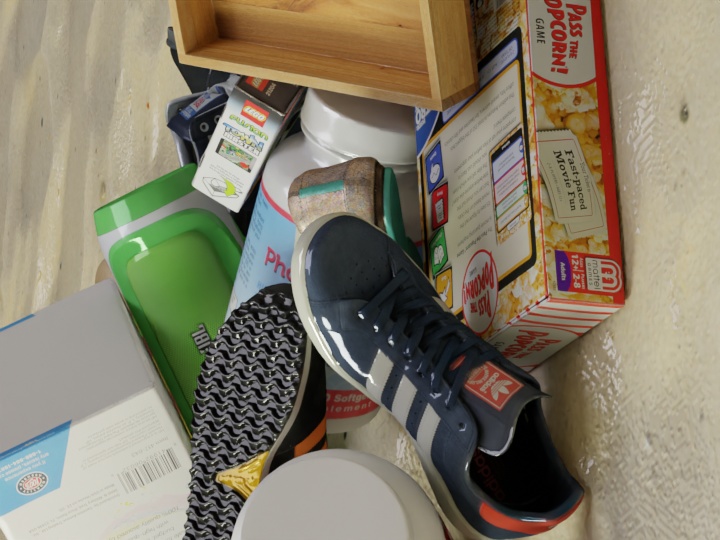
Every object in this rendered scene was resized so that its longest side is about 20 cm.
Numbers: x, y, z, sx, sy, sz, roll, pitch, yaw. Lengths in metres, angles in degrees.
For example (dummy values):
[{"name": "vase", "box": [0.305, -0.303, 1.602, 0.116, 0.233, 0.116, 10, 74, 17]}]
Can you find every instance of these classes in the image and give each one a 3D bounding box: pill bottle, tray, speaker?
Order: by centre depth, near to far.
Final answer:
[{"name": "pill bottle", "box": [-0.007, 0.156, 1.250, 0.200, 0.112, 0.113, 65, -156, -74]}, {"name": "tray", "box": [-0.026, -0.152, 1.295, 0.199, 0.037, 0.099, 15, 123, 41]}, {"name": "pill bottle", "box": [-0.015, -0.012, 1.421, 0.109, 0.108, 0.201, -118, 38, -55]}, {"name": "speaker", "box": [-0.095, 0.037, 1.533, 0.201, 0.088, 0.088, 64, 159, -6]}]

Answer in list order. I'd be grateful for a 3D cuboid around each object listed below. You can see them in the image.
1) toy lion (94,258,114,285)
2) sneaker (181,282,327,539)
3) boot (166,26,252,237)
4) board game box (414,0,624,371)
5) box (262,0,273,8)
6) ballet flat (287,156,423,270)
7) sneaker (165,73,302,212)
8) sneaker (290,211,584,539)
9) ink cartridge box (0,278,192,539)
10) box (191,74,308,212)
[{"name": "toy lion", "box": [-0.106, 0.078, 1.655, 0.199, 0.068, 0.193, -7, 93, 47]}, {"name": "sneaker", "box": [-0.049, 0.107, 1.391, 0.070, 0.090, 0.201, 11, 93, 32]}, {"name": "boot", "box": [-0.110, -0.073, 1.759, 0.165, 0.065, 0.201, -144, 57, -68]}, {"name": "board game box", "box": [0.079, -0.053, 1.273, 0.151, 0.046, 0.201, 140, 132, -61]}, {"name": "box", "box": [-0.004, -0.278, 1.346, 0.199, 0.049, 0.201, 125, 149, -48]}, {"name": "ballet flat", "box": [0.000, 0.000, 1.320, 0.200, 0.067, 0.068, 71, -164, -55]}, {"name": "sneaker", "box": [-0.066, -0.135, 1.584, 0.070, 0.108, 0.201, -145, 63, -66]}, {"name": "sneaker", "box": [0.046, 0.051, 1.202, 0.075, 0.200, 0.084, -46, 18, -25]}, {"name": "ink cartridge box", "box": [-0.168, 0.135, 1.545, 0.125, 0.128, 0.201, -120, 7, -52]}, {"name": "box", "box": [-0.032, -0.140, 1.453, 0.200, 0.035, 0.110, -60, 0, -34]}]
